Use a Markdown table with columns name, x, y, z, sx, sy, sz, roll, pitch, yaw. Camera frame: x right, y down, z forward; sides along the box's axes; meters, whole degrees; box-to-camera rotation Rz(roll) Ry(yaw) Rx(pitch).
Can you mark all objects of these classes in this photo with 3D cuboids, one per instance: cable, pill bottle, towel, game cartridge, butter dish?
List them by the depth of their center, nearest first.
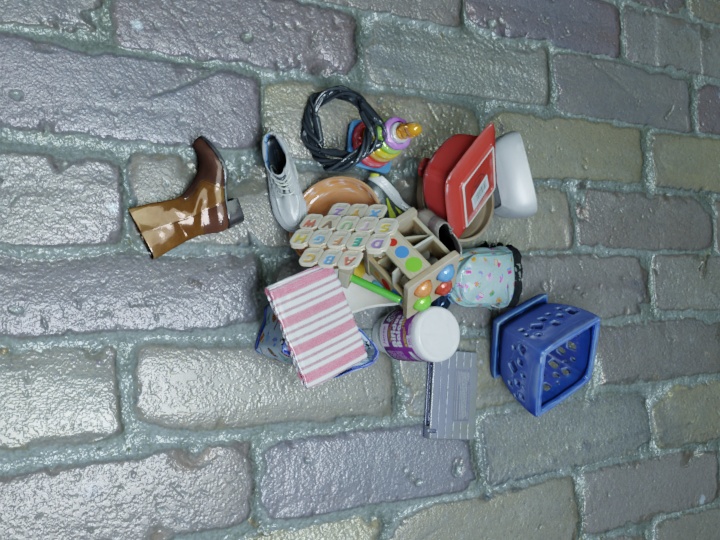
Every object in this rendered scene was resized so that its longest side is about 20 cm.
| name | x | y | z | sx | sy | sz | roll | pitch | yaw |
| --- | --- | --- | --- | --- | --- | --- | --- | --- | --- |
| towel | -0.079 | 0.099 | 1.354 | 0.146 | 0.030 | 0.201 | -23 | 93 | -31 |
| pill bottle | 0.107 | 0.133 | 1.544 | 0.112 | 0.200 | 0.113 | 3 | 83 | -29 |
| cable | -0.046 | -0.297 | 1.546 | 0.163 | 0.051 | 0.200 | -42 | 68 | 8 |
| butter dish | 0.189 | -0.198 | 1.556 | 0.200 | 0.147 | 0.200 | -52 | 149 | -26 |
| game cartridge | 0.207 | 0.282 | 1.683 | 0.129 | 0.038 | 0.201 | 9 | 81 | -32 |

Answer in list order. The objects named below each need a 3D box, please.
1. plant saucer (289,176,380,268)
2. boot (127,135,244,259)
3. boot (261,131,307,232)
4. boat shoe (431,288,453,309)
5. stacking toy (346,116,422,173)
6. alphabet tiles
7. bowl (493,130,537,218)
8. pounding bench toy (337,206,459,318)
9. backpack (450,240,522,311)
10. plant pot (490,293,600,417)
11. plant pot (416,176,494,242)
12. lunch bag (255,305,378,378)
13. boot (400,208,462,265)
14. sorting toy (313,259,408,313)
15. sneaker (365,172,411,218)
| name | x | y | z | sx | sy | sz | roll | pitch | yaw |
| --- | --- | --- | --- | --- | --- | --- | --- | --- | --- |
| plant saucer | -0.048 | -0.095 | 1.511 | 0.037 | 0.199 | 0.201 | 48 | 56 | -64 |
| boot | -0.345 | -0.142 | 1.410 | 0.199 | 0.068 | 0.189 | -23 | 104 | -22 |
| boot | -0.159 | -0.175 | 1.474 | 0.073 | 0.096 | 0.201 | -16 | 88 | 3 |
| boat shoe | 0.165 | 0.056 | 1.594 | 0.068 | 0.200 | 0.084 | 20 | 53 | 2 |
| stacking toy | 0.064 | -0.282 | 1.558 | 0.116 | 0.200 | 0.110 | 10 | 81 | -29 |
| alphabet tiles | -0.032 | -0.072 | 1.412 | 0.196 | 0.199 | 0.015 | -62 | 147 | -43 |
| bowl | 0.334 | -0.215 | 1.721 | 0.074 | 0.200 | 0.201 | -13 | 92 | -4 |
| pounding bench toy | 0.073 | 0.012 | 1.433 | 0.200 | 0.124 | 0.156 | -33 | 64 | -16 |
| backpack | 0.271 | 0.013 | 1.691 | 0.199 | 0.126 | 0.168 | -1 | 89 | -26 |
| plant pot | 0.409 | 0.179 | 1.697 | 0.200 | 0.180 | 0.201 | -25 | 129 | -28 |
| plant pot | 0.200 | -0.159 | 1.685 | 0.200 | 0.093 | 0.202 | 3 | 83 | -28 |
| lunch bag | -0.083 | 0.143 | 1.453 | 0.199 | 0.170 | 0.124 | 19 | 78 | -25 |
| boot | 0.160 | -0.049 | 1.559 | 0.070 | 0.146 | 0.200 | -46 | 126 | -13 |
| sorting toy | 0.000 | 0.000 | 1.561 | 0.180 | 0.107 | 0.201 | -30 | 99 | -21 |
| sneaker | 0.067 | -0.122 | 1.630 | 0.085 | 0.074 | 0.200 | -45 | 108 | -5 |
